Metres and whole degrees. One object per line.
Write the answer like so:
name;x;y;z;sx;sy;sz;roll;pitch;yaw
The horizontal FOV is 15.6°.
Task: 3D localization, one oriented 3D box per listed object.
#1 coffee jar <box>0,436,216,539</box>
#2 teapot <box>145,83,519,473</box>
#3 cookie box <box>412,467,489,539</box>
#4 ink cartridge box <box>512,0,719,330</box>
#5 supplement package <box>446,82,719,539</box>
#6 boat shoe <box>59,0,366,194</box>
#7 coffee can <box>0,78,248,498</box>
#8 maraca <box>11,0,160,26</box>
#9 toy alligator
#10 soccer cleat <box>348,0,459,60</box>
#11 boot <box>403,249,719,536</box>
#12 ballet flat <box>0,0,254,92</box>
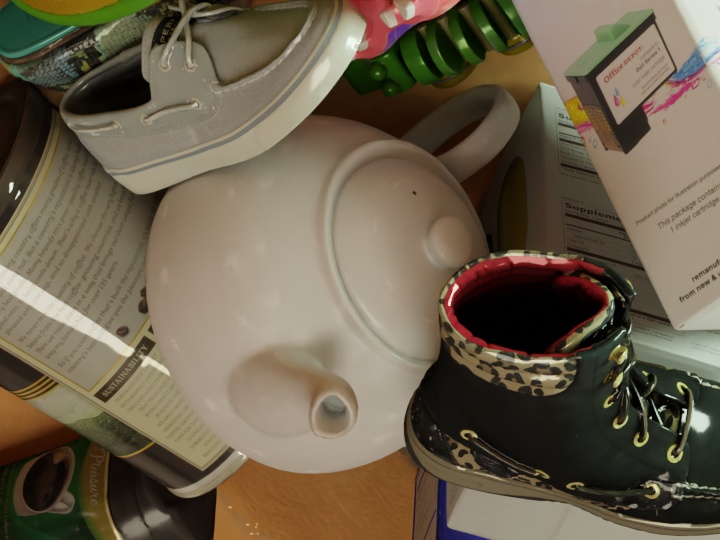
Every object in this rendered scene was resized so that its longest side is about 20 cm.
coffee jar;-0.179;0.155;1.566;0.199;0.105;0.085;-21;128;19
teapot;0.000;0.000;1.336;0.197;0.201;0.146;5;160;-45
cookie box;0.115;0.182;1.510;0.170;0.200;0.075;15;129;-8
ink cartridge box;0.173;-0.077;1.274;0.084;0.201;0.145;-36;159;31
supplement package;0.137;0.035;1.389;0.150;0.200;0.152;16;128;-11
boat shoe;-0.080;-0.094;1.286;0.071;0.070;0.200;37;145;-25
coffee can;-0.140;0.012;1.421;0.200;0.147;0.146;34;123;-22
maraca;-0.108;-0.185;1.262;0.199;0.138;0.107;0;172;38
toy alligator;0.028;-0.115;1.369;0.199;0.054;0.059;-25;123;21
soccer cleat;0.018;-0.149;1.286;0.076;0.200;0.067;-35;97;-12
boot;0.123;0.057;1.200;0.202;0.074;0.154;7;154;2
ballet flat;-0.095;-0.149;1.351;0.199;0.074;0.074;-22;124;23
